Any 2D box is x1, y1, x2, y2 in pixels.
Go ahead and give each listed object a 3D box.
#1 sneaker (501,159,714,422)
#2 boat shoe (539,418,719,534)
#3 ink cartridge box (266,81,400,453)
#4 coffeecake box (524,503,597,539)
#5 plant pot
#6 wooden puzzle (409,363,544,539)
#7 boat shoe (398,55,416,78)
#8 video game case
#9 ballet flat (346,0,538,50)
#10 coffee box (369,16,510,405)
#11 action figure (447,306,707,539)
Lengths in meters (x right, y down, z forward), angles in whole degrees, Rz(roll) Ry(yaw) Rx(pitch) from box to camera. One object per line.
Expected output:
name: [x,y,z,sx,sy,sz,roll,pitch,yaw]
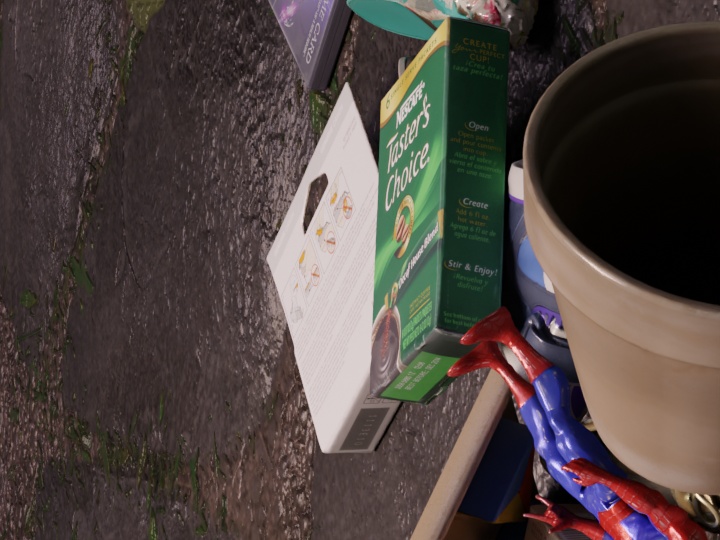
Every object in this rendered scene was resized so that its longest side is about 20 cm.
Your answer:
sneaker: [0.139,0.024,1.432,0.200,0.080,0.147,-152,59,-62]
boat shoe: [0.167,0.103,1.376,0.200,0.063,0.074,-175,86,-66]
ink cartridge box: [0.000,0.000,1.785,0.200,0.043,0.174,117,146,-46]
coffeecake box: [0.136,0.253,1.431,0.154,0.073,0.201,-132,47,-58]
plant pot: [0.175,0.008,1.243,0.174,0.199,0.201,89,164,-46]
wooden puzzle: [0.065,0.176,1.471,0.200,0.046,0.186,78,-145,-58]
boat shoe: [0.068,-0.056,1.632,0.067,0.057,0.201,61,-165,-56]
video game case: [-0.042,-0.251,1.915,0.201,0.019,0.143,-115,34,-43]
ballet flat: [0.059,-0.177,1.642,0.064,0.075,0.200,-58,29,-6]
coffee box: [0.045,-0.034,1.523,0.123,0.044,0.201,133,144,-62]
action figure: [0.122,0.112,1.360,0.200,0.052,0.066,47,150,15]
